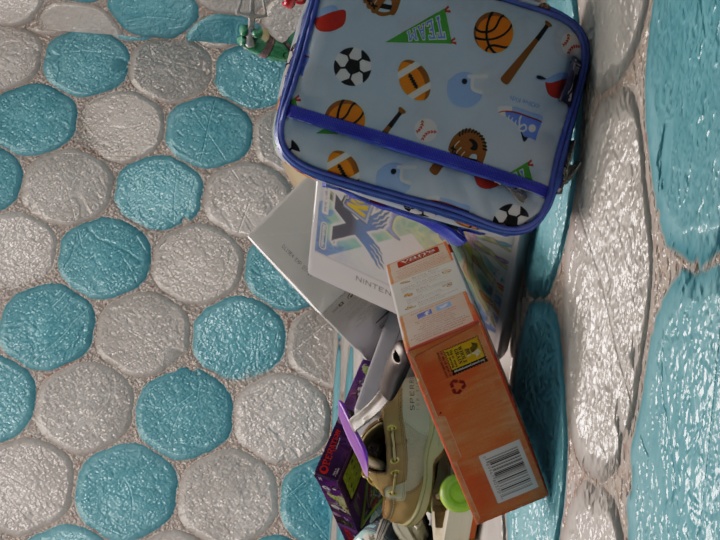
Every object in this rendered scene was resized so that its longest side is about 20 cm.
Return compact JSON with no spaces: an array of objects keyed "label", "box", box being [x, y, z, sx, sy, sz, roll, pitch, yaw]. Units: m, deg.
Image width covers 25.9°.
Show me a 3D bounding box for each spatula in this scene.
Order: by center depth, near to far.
[{"label":"spatula","box":[0.011,0.102,1.214,0.057,0.020,0.200,62,153,21]}]

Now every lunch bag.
[{"label":"lunch bag","box":[0.048,-0.106,1.005,0.076,0.198,0.162,176,111,-84]}]

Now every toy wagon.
[{"label":"toy wagon","box":[0.083,0.139,1.371,0.155,0.039,0.202,118,156,-80]}]

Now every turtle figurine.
[{"label":"turtle figurine","box":[-0.026,-0.201,1.445,0.101,0.148,0.202,-29,-71,-61]}]

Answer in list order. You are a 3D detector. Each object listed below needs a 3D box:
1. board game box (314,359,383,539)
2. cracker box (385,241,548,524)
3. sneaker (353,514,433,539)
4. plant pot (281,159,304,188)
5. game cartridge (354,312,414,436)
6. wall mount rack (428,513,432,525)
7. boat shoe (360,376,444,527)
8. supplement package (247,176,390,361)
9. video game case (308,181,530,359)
[{"label":"board game box","box":[0.006,0.181,1.479,0.121,0.032,0.201,-62,-22,-24]},{"label":"cracker box","box":[0.072,0.073,1.110,0.200,0.057,0.135,-103,-10,-73]},{"label":"sneaker","box":[0.036,0.282,1.392,0.078,0.086,0.200,63,-176,-18]},{"label":"plant pot","box":[0.008,-0.130,1.593,0.200,0.185,0.189,-106,20,-80]},{"label":"game cartridge","box":[0.041,0.124,1.442,0.200,0.041,0.134,66,-135,-63]},{"label":"wall mount rack","box":[0.040,0.342,1.530,0.174,0.074,0.202,-111,24,-79]},{"label":"boat shoe","box":[0.032,0.149,1.315,0.201,0.066,0.074,100,172,-49]},{"label":"supplement package","box":[0.000,0.000,1.438,0.114,0.110,0.200,45,178,26]},{"label":"video game case","box":[0.045,-0.046,1.199,0.022,0.181,0.201,-42,-32,-46]}]
